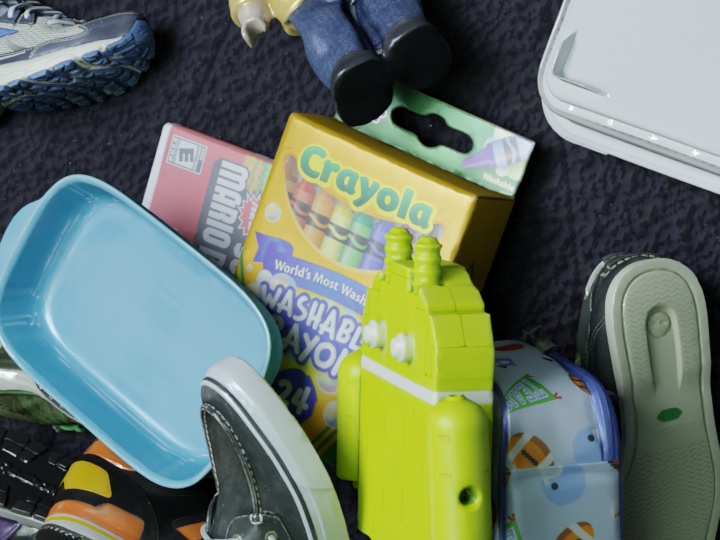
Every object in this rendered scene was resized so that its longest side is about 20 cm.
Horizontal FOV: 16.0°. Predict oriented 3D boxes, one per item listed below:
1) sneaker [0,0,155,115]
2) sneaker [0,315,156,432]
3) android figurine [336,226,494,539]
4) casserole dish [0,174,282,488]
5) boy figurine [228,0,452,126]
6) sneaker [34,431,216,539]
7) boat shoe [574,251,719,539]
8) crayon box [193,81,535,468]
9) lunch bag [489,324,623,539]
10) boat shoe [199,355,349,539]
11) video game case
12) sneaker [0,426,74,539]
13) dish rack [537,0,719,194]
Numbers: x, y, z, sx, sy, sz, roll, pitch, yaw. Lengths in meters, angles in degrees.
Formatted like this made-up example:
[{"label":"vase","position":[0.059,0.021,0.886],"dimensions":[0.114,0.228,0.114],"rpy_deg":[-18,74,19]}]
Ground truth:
[{"label":"sneaker","position":[-0.212,-0.137,1.519],"dimensions":[0.199,0.077,0.086],"rpy_deg":[-10,81,29]},{"label":"sneaker","position":[-0.168,0.065,1.496],"dimensions":[0.199,0.089,0.077],"rpy_deg":[16,66,22]},{"label":"android figurine","position":[0.028,0.080,1.267],"dimensions":[0.182,0.041,0.201],"rpy_deg":[-152,61,-71]},{"label":"casserole dish","position":[-0.119,0.032,1.406],"dimensions":[0.200,0.039,0.121],"rpy_deg":[38,108,26]},{"label":"boy figurine","position":[-0.020,-0.176,1.403],"dimensions":[0.124,0.064,0.200],"rpy_deg":[-29,60,0]},{"label":"sneaker","position":[-0.076,0.158,1.418],"dimensions":[0.200,0.090,0.070],"rpy_deg":[28,147,-9]},{"label":"boat shoe","position":[0.144,0.090,1.330],"dimensions":[0.068,0.072,0.201],"rpy_deg":[-164,72,-67]},{"label":"crayon box","position":[0.000,0.000,1.389],"dimensions":[0.125,0.052,0.201],"rpy_deg":[25,101,27]},{"label":"lunch bag","position":[0.078,0.129,1.307],"dimensions":[0.160,0.075,0.201],"rpy_deg":[-150,59,-71]},{"label":"boat shoe","position":[-0.048,0.143,1.321],"dimensions":[0.072,0.071,0.201],"rpy_deg":[18,132,62]},{"label":"video game case","position":[-0.049,0.013,1.456],"dimensions":[0.200,0.017,0.143],"rpy_deg":[21,100,28]},{"label":"sneaker","position":[-0.158,0.170,1.501],"dimensions":[0.200,0.076,0.088],"rpy_deg":[28,133,19]},{"label":"dish rack","position":[0.183,-0.129,1.287],"dimensions":[0.200,0.043,0.172],"rpy_deg":[23,93,35]}]
